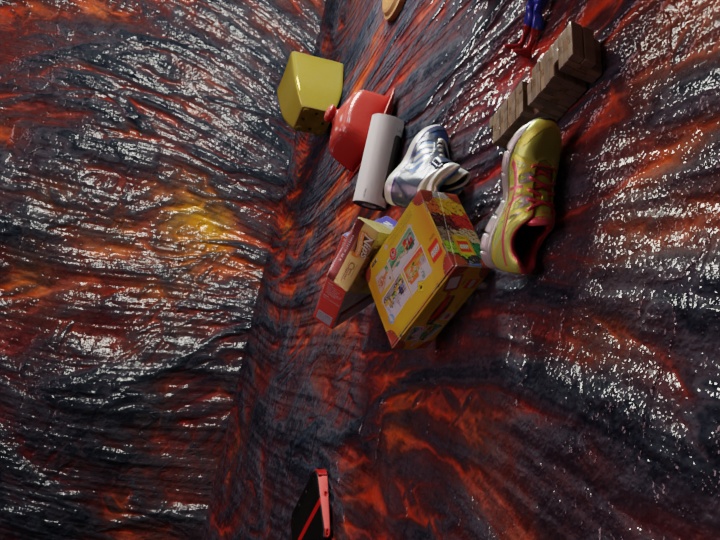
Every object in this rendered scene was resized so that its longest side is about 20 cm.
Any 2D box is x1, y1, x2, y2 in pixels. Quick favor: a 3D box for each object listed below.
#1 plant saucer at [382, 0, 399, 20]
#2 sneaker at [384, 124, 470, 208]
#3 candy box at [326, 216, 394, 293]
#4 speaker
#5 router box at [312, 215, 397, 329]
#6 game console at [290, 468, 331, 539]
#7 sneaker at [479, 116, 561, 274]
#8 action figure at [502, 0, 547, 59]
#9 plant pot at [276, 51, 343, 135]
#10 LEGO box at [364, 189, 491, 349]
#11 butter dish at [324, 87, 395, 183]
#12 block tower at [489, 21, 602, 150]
[{"bbox_3d":[0.102,-0.782,1.941,0.200,0.031,0.206,-165,89,-75],"label":"plant saucer"},{"bbox_3d":[0.144,-0.177,1.246,0.144,0.082,0.201,10,50,39],"label":"sneaker"},{"bbox_3d":[0.027,-0.021,1.277,0.117,0.055,0.199,-60,-22,10],"label":"candy box"},{"bbox_3d":[0.041,-0.243,1.606,0.081,0.079,0.206,176,108,-73],"label":"speaker"},{"bbox_3d":[0.000,0.000,1.408,0.199,0.048,0.183,-28,-37,-60],"label":"router box"},{"bbox_3d":[-0.106,0.551,1.542,0.179,0.030,0.203,-104,31,-50],"label":"game console"},{"bbox_3d":[0.219,-0.087,0.900,0.090,0.076,0.206,-138,58,-63],"label":"sneaker"},{"bbox_3d":[0.246,-0.427,1.042,0.066,0.096,0.204,-113,42,-62],"label":"action figure"},{"bbox_3d":[-0.165,-0.578,2.424,0.197,0.189,0.205,125,145,-49],"label":"plant pot"},{"bbox_3d":[0.098,0.001,1.114,0.201,0.075,0.152,-55,44,40],"label":"LEGO box"},{"bbox_3d":[-0.021,-0.353,1.752,0.199,0.145,0.204,-39,27,63],"label":"butter dish"},{"bbox_3d":[0.243,-0.232,0.952,0.200,0.053,0.059,130,151,-58],"label":"block tower"}]
